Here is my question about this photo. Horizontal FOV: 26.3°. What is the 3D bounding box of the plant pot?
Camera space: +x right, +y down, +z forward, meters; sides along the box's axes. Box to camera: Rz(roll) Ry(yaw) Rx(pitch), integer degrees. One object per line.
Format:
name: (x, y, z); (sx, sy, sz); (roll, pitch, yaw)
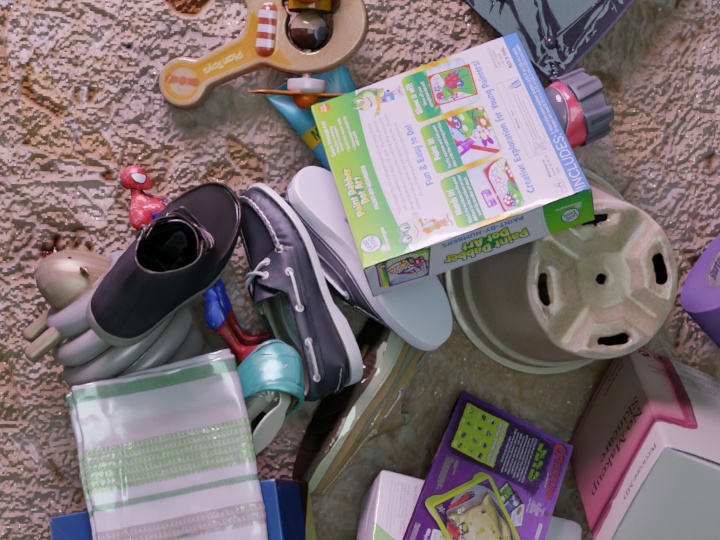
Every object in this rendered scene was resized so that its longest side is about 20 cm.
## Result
plant pot: (0.189, 0.001, 1.365); (0.198, 0.183, 0.203); (0, 93, -9)

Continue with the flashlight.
flashlight: (0.128, -0.114, 1.379); (0.198, 0.068, 0.068); (-24, 68, -14)

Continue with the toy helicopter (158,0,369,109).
toy helicopter: (-0.084, -0.190, 1.371); (0.198, 0.079, 0.133); (-24, 90, 7)

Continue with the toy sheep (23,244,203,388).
toy sheep: (-0.206, 0.061, 1.337); (0.138, 0.138, 0.200); (-42, 113, -5)

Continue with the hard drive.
hard drive: (0.195, -0.287, 1.422); (0.135, 0.042, 0.200); (40, 87, -9)

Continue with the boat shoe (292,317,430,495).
boat shoe: (0.013, 0.124, 1.405); (0.076, 0.072, 0.201); (32, 88, -21)

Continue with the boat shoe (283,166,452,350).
boat shoe: (0.000, 0.000, 1.374); (0.200, 0.068, 0.072); (46, 49, 9)

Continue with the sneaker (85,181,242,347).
sneaker: (-0.139, -0.025, 1.273); (0.075, 0.106, 0.200); (39, 46, -4)

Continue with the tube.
tube: (0.001, -0.098, 1.404); (0.077, 0.050, 0.201); (-34, 92, -12)

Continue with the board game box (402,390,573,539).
board game box: (0.111, 0.214, 1.378); (0.119, 0.032, 0.201); (24, 51, 2)

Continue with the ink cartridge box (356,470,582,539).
ink cartridge box: (0.096, 0.267, 1.398); (0.198, 0.067, 0.118); (16, 54, -9)

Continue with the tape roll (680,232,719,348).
tape roll: (0.391, -0.005, 1.389); (0.200, 0.200, 0.085); (-45, 99, -4)

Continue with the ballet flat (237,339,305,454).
ballet flat: (-0.121, 0.144, 1.324); (0.067, 0.071, 0.200); (30, 115, -38)

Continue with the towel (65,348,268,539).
towel: (-0.154, 0.175, 1.244); (0.148, 0.031, 0.202); (-14, 77, 9)

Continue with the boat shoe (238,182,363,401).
boat shoe: (-0.067, 0.019, 1.359); (0.060, 0.076, 0.201); (-23, 77, -32)

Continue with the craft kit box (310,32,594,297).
craft kit box: (0.074, -0.093, 1.305); (0.196, 0.201, 0.049); (-17, 140, 0)

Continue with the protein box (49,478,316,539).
protein box: (-0.138, 0.291, 1.305); (0.198, 0.135, 0.201); (-11, 79, 9)

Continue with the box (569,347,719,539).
box: (0.268, 0.174, 1.365); (0.108, 0.200, 0.129); (22, 110, -9)

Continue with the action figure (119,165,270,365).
action figure: (-0.148, -0.010, 1.373); (0.052, 0.065, 0.200); (-36, 100, 17)
